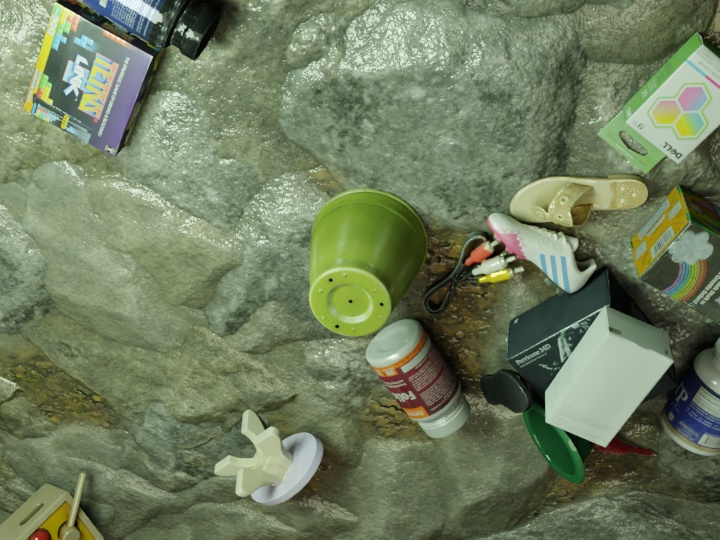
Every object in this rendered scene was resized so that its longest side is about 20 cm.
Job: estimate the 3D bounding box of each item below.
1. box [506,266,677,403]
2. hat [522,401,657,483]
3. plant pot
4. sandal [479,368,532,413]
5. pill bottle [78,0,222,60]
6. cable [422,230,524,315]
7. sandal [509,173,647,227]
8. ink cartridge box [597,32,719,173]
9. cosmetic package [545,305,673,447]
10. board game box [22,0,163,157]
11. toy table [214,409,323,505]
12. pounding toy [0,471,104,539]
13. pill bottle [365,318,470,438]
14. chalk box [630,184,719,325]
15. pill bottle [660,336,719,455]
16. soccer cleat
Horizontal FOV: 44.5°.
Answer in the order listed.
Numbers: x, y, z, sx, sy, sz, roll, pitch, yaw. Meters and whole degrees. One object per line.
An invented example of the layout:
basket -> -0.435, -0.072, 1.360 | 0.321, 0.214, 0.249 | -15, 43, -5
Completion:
box -> 0.382, 0.136, 1.465 | 0.200, 0.124, 0.197 | -34, 108, 28
hat -> 0.413, 0.273, 1.590 | 0.176, 0.166, 0.200 | -31, 136, -13
plant pot -> 0.000, 0.000, 1.411 | 0.200, 0.193, 0.201 | 5, 122, 8
sandal -> 0.257, 0.201, 1.515 | 0.045, 0.200, 0.075 | -17, 88, -10
pill bottle -> -0.307, -0.393, 1.272 | 0.200, 0.112, 0.112 | 31, 123, -8
cable -> 0.169, 0.008, 1.467 | 0.200, 0.050, 0.097 | -34, 107, 27
sandal -> 0.333, -0.101, 1.353 | 0.211, 0.070, 0.078 | -7, 120, 16
ink cartridge box -> 0.447, -0.226, 1.257 | 0.104, 0.059, 0.200 | 35, 122, -11
cosmetic package -> 0.380, 0.166, 1.364 | 0.113, 0.081, 0.200 | 24, 121, -5
board game box -> -0.423, -0.303, 1.386 | 0.165, 0.057, 0.200 | 28, 123, -6
toy table -> -0.182, 0.367, 1.706 | 0.117, 0.184, 0.200 | 32, 115, -30
pounding toy -> -0.661, 0.560, 1.916 | 0.142, 0.200, 0.184 | 2, 127, 44
pill bottle -> 0.106, 0.194, 1.560 | 0.114, 0.114, 0.200 | -25, 114, 24
chalk box -> 0.535, -0.014, 1.338 | 0.200, 0.124, 0.125 | 28, 122, -8
pill bottle -> 0.597, 0.199, 1.462 | 0.120, 0.120, 0.200 | 18, 123, -1
soccer cleat -> 0.293, -0.043, 1.406 | 0.200, 0.070, 0.086 | 37, 115, -19
